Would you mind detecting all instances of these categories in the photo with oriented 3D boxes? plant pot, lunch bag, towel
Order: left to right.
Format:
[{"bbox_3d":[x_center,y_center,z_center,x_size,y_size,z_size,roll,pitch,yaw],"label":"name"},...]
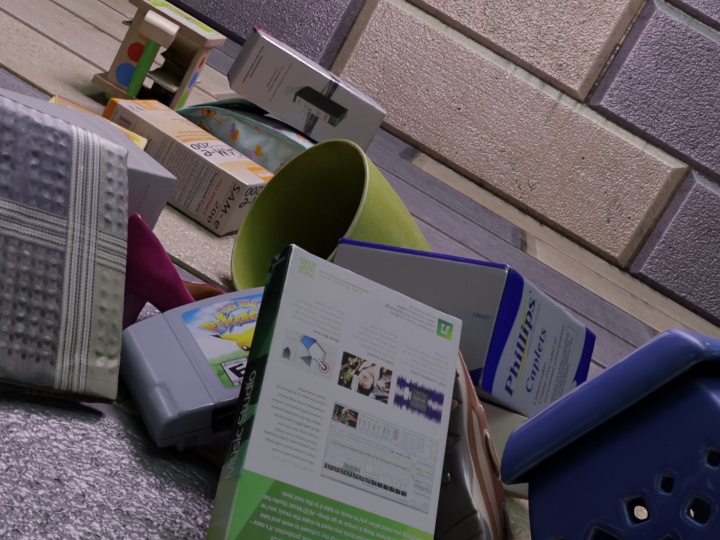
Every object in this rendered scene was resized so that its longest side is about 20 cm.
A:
[{"bbox_3d":[-0.236,-0.019,0.697,0.192,0.034,0.202,21,60,-45],"label":"towel"},{"bbox_3d":[-0.146,-0.163,1.465,0.199,0.123,0.170,29,10,13],"label":"lunch bag"},{"bbox_3d":[0.000,0.000,1.115,0.200,0.187,0.187,38,6,-35],"label":"plant pot"},{"bbox_3d":[0.226,0.158,0.769,0.199,0.199,0.181,11,47,-57],"label":"plant pot"}]

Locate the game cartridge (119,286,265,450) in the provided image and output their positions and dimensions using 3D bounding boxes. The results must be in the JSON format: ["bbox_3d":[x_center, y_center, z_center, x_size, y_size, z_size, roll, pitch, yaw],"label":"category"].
[{"bbox_3d":[-0.072,0.061,0.789,0.198,0.041,0.133,-12,29,-24],"label":"game cartridge"}]

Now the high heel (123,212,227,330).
[{"bbox_3d":[-0.143,0.006,0.902,0.067,0.097,0.199,39,16,35],"label":"high heel"}]

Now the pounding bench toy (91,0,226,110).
[{"bbox_3d":[-0.297,-0.290,1.523,0.123,0.157,0.200,30,13,-3],"label":"pounding bench toy"}]

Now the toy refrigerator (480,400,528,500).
[{"bbox_3d":[0.060,0.129,0.888,0.199,0.071,0.076,22,-15,-28],"label":"toy refrigerator"}]

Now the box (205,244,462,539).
[{"bbox_3d":[-0.011,0.100,0.701,0.143,0.036,0.202,24,58,-23],"label":"box"}]

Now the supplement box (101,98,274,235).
[{"bbox_3d":[-0.209,-0.128,1.299,0.199,0.074,0.126,32,14,8],"label":"supplement box"}]

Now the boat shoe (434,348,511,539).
[{"bbox_3d":[0.066,0.138,0.797,0.072,0.075,0.202,27,50,-51],"label":"boat shoe"}]

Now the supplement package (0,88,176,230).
[{"bbox_3d":[-0.269,-0.065,0.838,0.120,0.122,0.199,38,15,32],"label":"supplement package"}]

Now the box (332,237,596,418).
[{"bbox_3d":[0.086,0.062,0.968,0.183,0.106,0.200,10,-13,36],"label":"box"}]

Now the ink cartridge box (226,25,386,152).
[{"bbox_3d":[-0.074,-0.238,1.457,0.199,0.084,0.144,30,10,-16],"label":"ink cartridge box"}]

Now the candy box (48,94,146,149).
[{"bbox_3d":[-0.296,-0.123,1.134,0.115,0.056,0.200,27,14,-13],"label":"candy box"}]
